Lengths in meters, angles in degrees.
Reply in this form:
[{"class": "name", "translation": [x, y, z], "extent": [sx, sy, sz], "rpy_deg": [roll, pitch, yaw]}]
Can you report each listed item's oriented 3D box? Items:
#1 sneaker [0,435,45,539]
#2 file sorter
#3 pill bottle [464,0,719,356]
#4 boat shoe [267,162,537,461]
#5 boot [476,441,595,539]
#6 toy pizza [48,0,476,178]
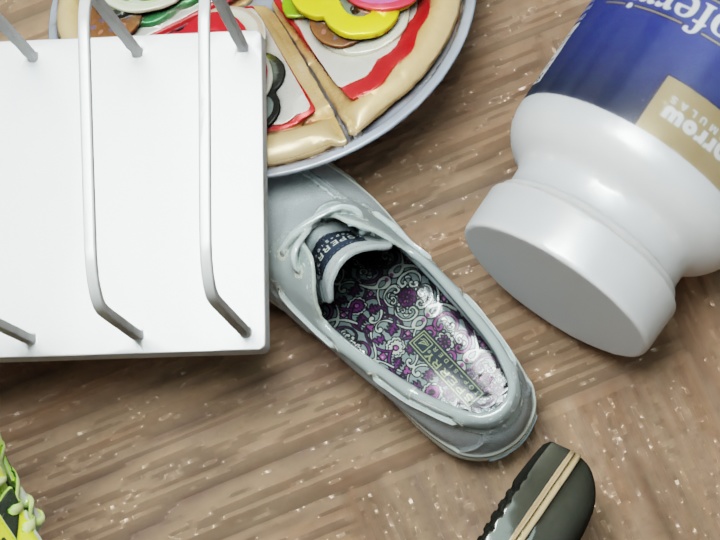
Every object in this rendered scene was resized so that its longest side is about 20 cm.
[{"class": "sneaker", "translation": [-0.156, 0.081, 0.842], "extent": [0.076, 0.075, 0.200], "rpy_deg": [4, 116, -11]}, {"class": "file sorter", "translation": [-0.143, -0.040, 0.901], "extent": [0.200, 0.125, 0.139], "rpy_deg": [-2, 80, 4]}, {"class": "pill bottle", "translation": [0.137, -0.070, 0.968], "extent": [0.116, 0.116, 0.200], "rpy_deg": [32, 77, 12]}, {"class": "boat shoe", "translation": [0.000, 0.001, 0.973], "extent": [0.201, 0.072, 0.070], "rpy_deg": [42, 79, 16]}, {"class": "boot", "translation": [0.088, 0.185, 0.917], "extent": [0.138, 0.077, 0.200], "rpy_deg": [25, 88, 6]}, {"class": "toy pizza", "translation": [-0.047, -0.128, 1.011], "extent": [0.200, 0.032, 0.200], "rpy_deg": [-5, 57, 8]}]
